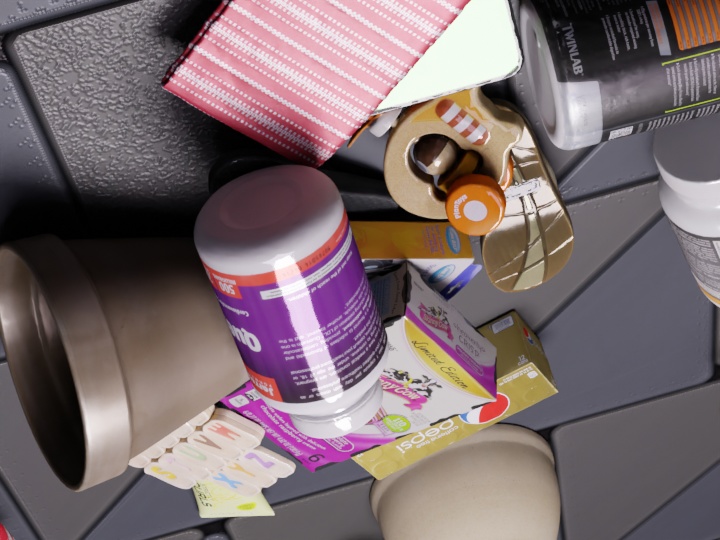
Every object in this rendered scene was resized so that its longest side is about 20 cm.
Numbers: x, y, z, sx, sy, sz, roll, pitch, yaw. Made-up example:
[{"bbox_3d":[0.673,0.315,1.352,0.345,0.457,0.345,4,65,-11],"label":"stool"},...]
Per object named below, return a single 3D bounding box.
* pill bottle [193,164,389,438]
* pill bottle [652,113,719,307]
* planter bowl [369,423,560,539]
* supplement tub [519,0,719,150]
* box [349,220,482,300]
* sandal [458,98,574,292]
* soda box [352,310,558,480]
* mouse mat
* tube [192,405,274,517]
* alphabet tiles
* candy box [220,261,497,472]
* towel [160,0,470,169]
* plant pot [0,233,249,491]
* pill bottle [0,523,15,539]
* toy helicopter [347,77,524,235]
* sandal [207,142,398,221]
[{"bbox_3d":[-0.045,0.028,1.262,0.112,0.113,0.201,-17,125,2],"label":"pill bottle"},{"bbox_3d":[0.315,-0.057,1.412,0.116,0.117,0.200,-24,142,10],"label":"pill bottle"},{"bbox_3d":[0.120,0.271,1.732,0.199,0.135,0.201,-9,142,-7],"label":"planter bowl"},{"bbox_3d":[0.225,-0.169,1.235,0.199,0.123,0.123,-14,142,-2],"label":"supplement tub"},{"bbox_3d":[0.000,0.000,1.401,0.199,0.042,0.119,-2,156,-28],"label":"box"},{"bbox_3d":[0.126,-0.066,1.389,0.080,0.054,0.201,-15,128,9],"label":"sandal"},{"bbox_3d":[0.079,0.120,1.588,0.199,0.064,0.068,-27,141,15],"label":"soda box"},{"bbox_3d":[0.020,-0.199,1.173,0.160,0.008,0.201,-14,129,7],"label":"mouse mat"},{"bbox_3d":[-0.137,0.193,1.615,0.052,0.058,0.200,-44,151,-19],"label":"tube"},{"bbox_3d":[-0.163,0.151,1.496,0.195,0.015,0.200,28,151,-15],"label":"alphabet tiles"},{"bbox_3d":[-0.002,0.086,1.416,0.199,0.061,0.136,-25,131,29],"label":"candy box"},{"bbox_3d":[-0.028,-0.168,1.177,0.144,0.023,0.200,28,123,-26],"label":"towel"},{"bbox_3d":[-0.177,0.051,1.335,0.173,0.200,0.201,-19,146,-25],"label":"plant pot"},{"bbox_3d":[-0.393,0.243,1.533,0.112,0.113,0.200,-18,142,3],"label":"pill bottle"},{"bbox_3d":[0.062,-0.131,1.269,0.131,0.079,0.201,13,122,4],"label":"toy helicopter"},{"bbox_3d":[-0.051,-0.070,1.329,0.075,0.048,0.200,-34,152,29],"label":"sandal"}]
